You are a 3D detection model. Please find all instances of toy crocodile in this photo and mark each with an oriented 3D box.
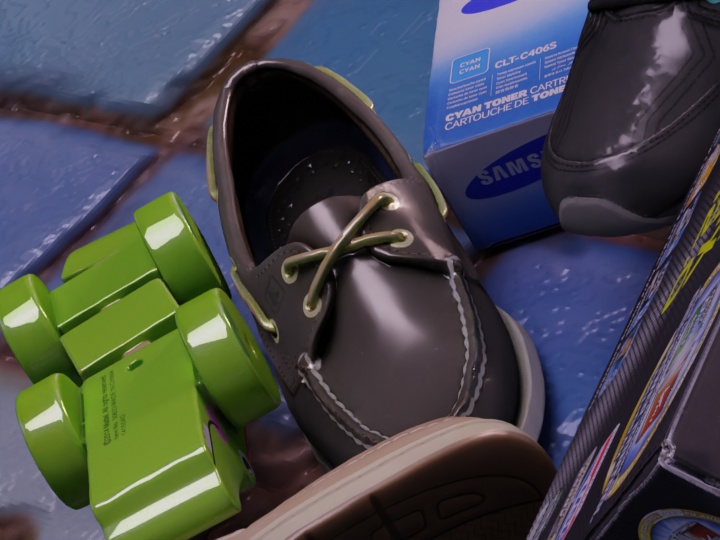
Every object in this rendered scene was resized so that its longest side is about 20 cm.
[{"bbox_3d":[-0.061,0.032,0.861,0.068,0.062,0.200,-31,24,2],"label":"toy crocodile"}]

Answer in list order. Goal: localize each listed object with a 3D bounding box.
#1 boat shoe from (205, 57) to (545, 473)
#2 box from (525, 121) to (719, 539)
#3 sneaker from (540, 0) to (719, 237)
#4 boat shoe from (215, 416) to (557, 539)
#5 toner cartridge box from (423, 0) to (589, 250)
[{"bbox_3d":[-0.003,0.002,0.874,0.072,0.060,0.202,-31,33,3],"label":"boat shoe"},{"bbox_3d":[0.095,0.004,0.665,0.200,0.044,0.160,-62,0,-29],"label":"box"},{"bbox_3d":[0.091,-0.095,0.827,0.075,0.079,0.200,-3,46,36],"label":"sneaker"},{"bbox_3d":[-0.039,0.099,0.772,0.200,0.072,0.065,-39,34,0],"label":"boat shoe"},{"bbox_3d":[0.119,-0.078,0.892,0.200,0.043,0.095,-18,35,20],"label":"toner cartridge box"}]
